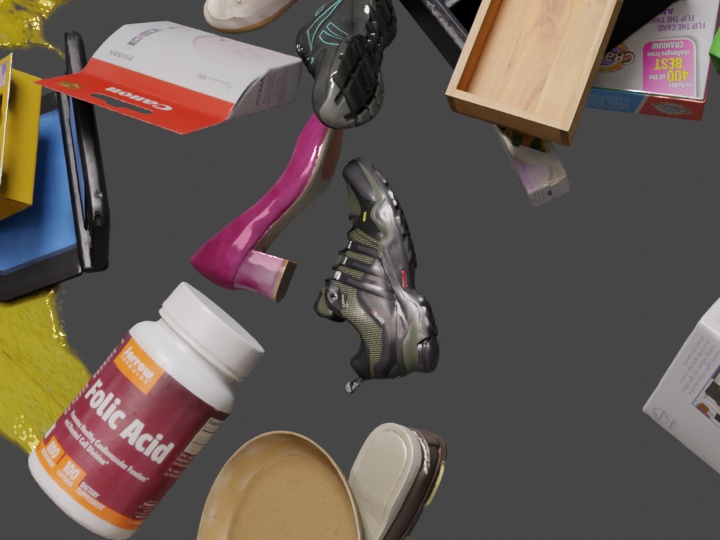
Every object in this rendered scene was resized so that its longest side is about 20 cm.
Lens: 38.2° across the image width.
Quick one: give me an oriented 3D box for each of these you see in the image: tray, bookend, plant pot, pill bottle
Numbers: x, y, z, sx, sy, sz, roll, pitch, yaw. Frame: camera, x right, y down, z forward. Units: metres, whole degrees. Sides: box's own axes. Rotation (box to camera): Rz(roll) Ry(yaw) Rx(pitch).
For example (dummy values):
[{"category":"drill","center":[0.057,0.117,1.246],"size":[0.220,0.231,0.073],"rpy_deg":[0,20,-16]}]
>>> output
[{"category":"tray","center":[0.147,-0.205,0.795],"size":[0.097,0.037,0.203],"rpy_deg":[19,80,18]},{"category":"bookend","center":[0.138,-0.265,0.883],"size":[0.199,0.092,0.200],"rpy_deg":[-35,69,2]},{"category":"plant pot","center":[-0.063,0.233,0.838],"size":[0.198,0.027,0.204],"rpy_deg":[-15,68,42]},{"category":"pill bottle","center":[-0.180,0.118,0.893],"size":[0.114,0.114,0.201],"rpy_deg":[38,87,21]}]

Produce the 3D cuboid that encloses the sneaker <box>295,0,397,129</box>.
[{"category":"sneaker","center":[-0.019,-0.188,0.937],"size":[0.078,0.076,0.202],"rpy_deg":[-11,38,23]}]

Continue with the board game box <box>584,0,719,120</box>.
[{"category":"board game box","center":[0.242,-0.242,0.920],"size":[0.151,0.040,0.203],"rpy_deg":[10,78,17]}]

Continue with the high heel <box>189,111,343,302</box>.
[{"category":"high heel","center":[-0.082,-0.077,0.950],"size":[0.095,0.067,0.203],"rpy_deg":[20,92,14]}]

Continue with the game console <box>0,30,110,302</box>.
[{"category":"game console","center":[-0.309,-0.096,0.991],"size":[0.114,0.176,0.203],"rpy_deg":[-8,71,-17]}]

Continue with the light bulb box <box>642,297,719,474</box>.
[{"category":"light bulb box","center":[0.345,0.075,0.724],"size":[0.200,0.126,0.198],"rpy_deg":[41,60,21]}]

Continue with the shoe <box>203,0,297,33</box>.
[{"category":"shoe","center":[-0.074,-0.288,0.995],"size":[0.197,0.053,0.071],"rpy_deg":[-17,62,24]}]

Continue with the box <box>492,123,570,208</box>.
[{"category":"box","center":[0.128,-0.154,0.927],"size":[0.038,0.041,0.202],"rpy_deg":[-24,69,6]}]

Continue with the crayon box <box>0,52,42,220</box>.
[{"category":"crayon box","center":[-0.361,-0.111,0.989],"size":[0.198,0.051,0.128],"rpy_deg":[-14,70,44]}]

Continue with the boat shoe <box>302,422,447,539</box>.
[{"category":"boat shoe","center":[0.003,0.214,0.840],"size":[0.072,0.059,0.202],"rpy_deg":[40,107,41]}]

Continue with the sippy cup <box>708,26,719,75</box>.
[{"category":"sippy cup","center":[0.368,-0.145,0.801],"size":[0.139,0.129,0.180],"rpy_deg":[-38,55,28]}]

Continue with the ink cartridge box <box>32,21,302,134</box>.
[{"category":"ink cartridge box","center":[-0.166,-0.180,0.934],"size":[0.160,0.200,0.058],"rpy_deg":[20,109,18]}]

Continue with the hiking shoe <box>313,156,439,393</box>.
[{"category":"hiking shoe","center":[0.000,0.000,0.899],"size":[0.099,0.076,0.203],"rpy_deg":[-17,72,6]}]
